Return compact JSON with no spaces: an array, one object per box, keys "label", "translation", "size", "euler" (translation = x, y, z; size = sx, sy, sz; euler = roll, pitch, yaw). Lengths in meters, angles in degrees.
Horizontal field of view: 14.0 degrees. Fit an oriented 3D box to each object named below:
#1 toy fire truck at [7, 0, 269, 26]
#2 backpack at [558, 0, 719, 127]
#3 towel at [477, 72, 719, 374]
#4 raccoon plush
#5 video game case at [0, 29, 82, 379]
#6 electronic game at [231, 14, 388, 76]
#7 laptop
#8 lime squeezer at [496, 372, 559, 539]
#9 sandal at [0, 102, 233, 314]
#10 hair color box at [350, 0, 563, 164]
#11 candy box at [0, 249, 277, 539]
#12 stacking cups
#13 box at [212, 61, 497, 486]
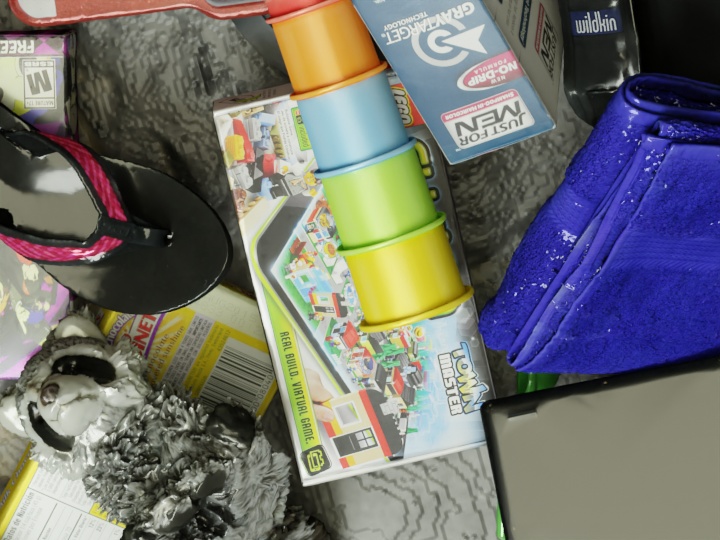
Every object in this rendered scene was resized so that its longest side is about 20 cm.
[{"label":"toy fire truck","translation":[-0.123,-0.219,1.453],"size":[0.167,0.112,0.201],"euler":[-6,96,4]},{"label":"backpack","translation":[0.183,-0.178,1.399],"size":[0.200,0.154,0.191],"euler":[-24,93,43]},{"label":"towel","translation":[0.155,-0.012,1.404],"size":[0.147,0.050,0.200],"euler":[6,144,-19]},{"label":"raccoon plush","translation":[-0.104,0.108,1.492],"size":[0.097,0.200,0.134],"euler":[-44,56,-15]},{"label":"video game case","translation":[-0.245,-0.034,1.525],"size":[0.199,0.036,0.182],"euler":[0,99,4]},{"label":"electronic game","translation":[0.015,-0.181,1.484],"size":[0.199,0.042,0.201],"euler":[2,104,9]},{"label":"laptop","translation":[0.173,0.148,1.499],"size":[0.187,0.116,0.201],"euler":[-11,86,5]},{"label":"lime squeezer","translation":[0.109,0.043,1.518],"size":[0.071,0.038,0.200],"euler":[33,99,-32]},{"label":"sandal","translation":[-0.159,-0.038,1.466],"size":[0.200,0.045,0.075],"euler":[28,93,6]},{"label":"hair color box","translation":[0.026,-0.159,1.375],"size":[0.060,0.100,0.200],"euler":[-19,123,22]},{"label":"candy box","translation":[-0.117,0.093,1.523],"size":[0.102,0.026,0.200],"euler":[26,99,-19]},{"label":"stacking cups","translation":[-0.002,-0.073,1.426],"size":[0.060,0.061,0.201],"euler":[-17,96,6]},{"label":"box","translation":[0.000,0.000,1.486],"size":[0.110,0.035,0.201],"euler":[-13,104,2]}]
